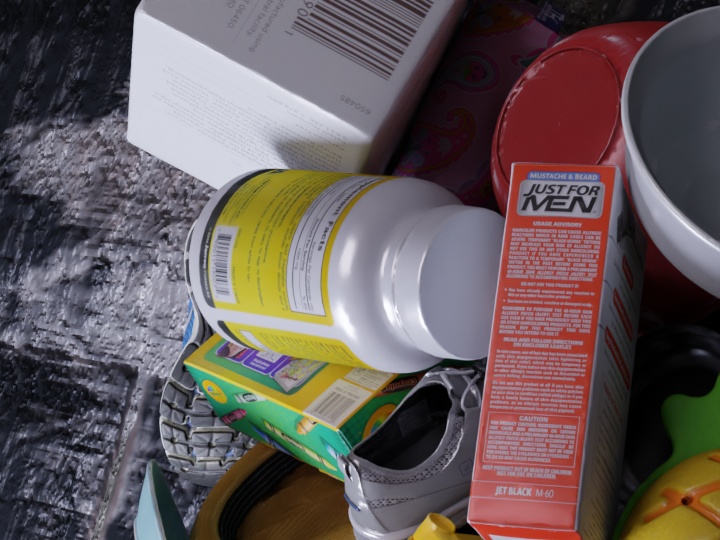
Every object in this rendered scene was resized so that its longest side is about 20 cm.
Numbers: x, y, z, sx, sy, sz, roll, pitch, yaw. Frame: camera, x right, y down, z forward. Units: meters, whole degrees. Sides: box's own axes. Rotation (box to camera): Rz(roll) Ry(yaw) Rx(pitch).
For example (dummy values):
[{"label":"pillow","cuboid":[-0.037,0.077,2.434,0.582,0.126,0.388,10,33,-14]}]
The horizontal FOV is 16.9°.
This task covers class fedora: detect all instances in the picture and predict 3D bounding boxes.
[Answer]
[{"label":"fedora","cuboid":[-0.009,0.156,1.500,0.200,0.082,0.201,-24,27,13]}]

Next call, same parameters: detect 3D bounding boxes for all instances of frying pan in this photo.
[{"label":"frying pan","cuboid":[0.200,0.058,1.381,0.190,0.031,0.115,-50,43,9]}]

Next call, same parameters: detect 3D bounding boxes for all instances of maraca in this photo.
[{"label":"maraca","cuboid":[0.202,0.143,1.281,0.137,0.107,0.200,12,62,9]}]

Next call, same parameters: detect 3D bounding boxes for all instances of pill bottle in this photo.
[{"label":"pill bottle","cuboid":[0.000,0.000,1.407,0.200,0.112,0.113,7,78,49]}]

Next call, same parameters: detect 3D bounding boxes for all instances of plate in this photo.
[{"label":"plate","cuboid":[-0.112,0.218,1.537,0.026,0.200,0.200,-18,51,-2]}]

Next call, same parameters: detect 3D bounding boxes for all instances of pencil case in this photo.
[{"label":"pencil case","cuboid":[0.072,-0.080,1.550,0.087,0.087,0.200,32,95,50]}]

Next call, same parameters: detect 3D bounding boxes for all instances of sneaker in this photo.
[{"label":"sneaker","cuboid":[0.073,0.082,1.383,0.200,0.082,0.075,-39,44,-16]},{"label":"sneaker","cuboid":[-0.088,0.051,1.677,0.078,0.089,0.200,10,96,7]}]

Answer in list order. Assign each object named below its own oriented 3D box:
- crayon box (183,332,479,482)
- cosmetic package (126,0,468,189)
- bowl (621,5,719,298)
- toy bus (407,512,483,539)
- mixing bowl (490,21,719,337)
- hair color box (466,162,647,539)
[{"label":"crayon box","cuboid":[-0.010,0.060,1.505,0.119,0.058,0.200,-40,28,-19]},{"label":"cosmetic package","cuboid":[-0.037,-0.145,1.522,0.165,0.165,0.200,-60,-3,-22]},{"label":"bowl","cuboid":[0.225,-0.043,1.312,0.090,0.201,0.201,109,153,-49]},{"label":"toy bus","cuboid":[0.071,0.228,1.321,0.136,0.192,0.200,-52,44,15]},{"label":"mixing bowl","cuboid":[0.151,-0.069,1.437,0.200,0.108,0.201,-22,58,40]},{"label":"hair color box","cuboid":[0.108,0.055,1.300,0.064,0.111,0.200,4,70,17]}]
